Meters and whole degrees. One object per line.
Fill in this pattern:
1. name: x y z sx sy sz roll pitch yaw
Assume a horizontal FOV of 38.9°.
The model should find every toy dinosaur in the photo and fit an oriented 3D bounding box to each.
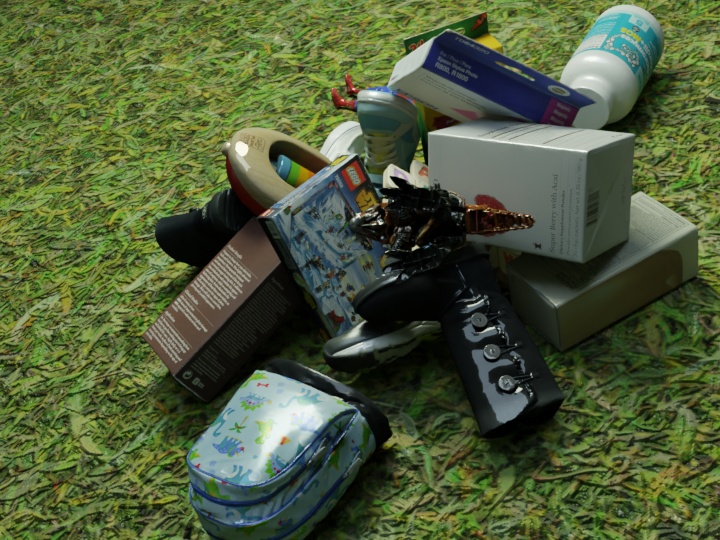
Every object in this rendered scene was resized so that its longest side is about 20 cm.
1. toy dinosaur: 0.077 -0.056 1.071 0.198 0.103 0.135 -23 -3 26

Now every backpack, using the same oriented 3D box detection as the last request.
1. backpack: -0.086 0.189 1.022 0.162 0.154 0.201 21 63 28

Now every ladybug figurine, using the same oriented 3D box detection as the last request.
1. ladybug figurine: -0.086 -0.099 1.247 0.072 0.199 0.137 -46 24 35

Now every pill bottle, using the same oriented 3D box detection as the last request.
1. pill bottle: 0.352 -0.282 1.446 0.110 0.112 0.201 11 46 29

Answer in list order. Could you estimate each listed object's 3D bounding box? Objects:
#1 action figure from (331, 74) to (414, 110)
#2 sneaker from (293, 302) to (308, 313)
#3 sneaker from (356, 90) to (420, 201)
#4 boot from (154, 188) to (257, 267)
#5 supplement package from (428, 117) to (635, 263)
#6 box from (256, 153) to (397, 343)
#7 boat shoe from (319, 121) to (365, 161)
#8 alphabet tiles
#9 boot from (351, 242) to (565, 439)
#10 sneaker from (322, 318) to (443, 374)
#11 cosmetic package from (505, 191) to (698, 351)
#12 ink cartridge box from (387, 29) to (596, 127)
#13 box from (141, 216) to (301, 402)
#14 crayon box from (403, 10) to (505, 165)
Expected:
1. action figure: 0.047 -0.268 1.586 0.198 0.052 0.065 18 45 31
2. sneaker: 0.000 0.000 1.258 0.199 0.071 0.075 -31 42 -18
3. sneaker: 0.032 -0.150 1.343 0.078 0.200 0.132 10 80 17
4. boot: -0.152 -0.045 1.343 0.167 0.198 0.078 -15 65 50
5. supplement package: 0.186 -0.094 1.132 0.198 0.123 0.119 12 22 37
6. box: -0.016 -0.013 1.177 0.137 0.202 0.040 -38 22 -27
7. boat shoe: -0.034 -0.133 1.430 0.065 0.073 0.200 16 49 28
8. alphabet tiles: 0.113 -0.053 1.222 0.198 0.015 0.197 27 36 -18
9. boot: 0.100 0.086 1.071 0.163 0.066 0.202 -21 69 -5
10. sneaker: 0.040 0.051 1.164 0.198 0.075 0.085 -21 71 -20
11. cosmetic package: 0.276 -0.001 1.164 0.198 0.072 0.105 -26 38 -13
12. ink cartridge box: 0.148 -0.207 1.203 0.200 0.194 0.044 -173 105 -77
13. box: -0.154 0.044 1.208 0.200 0.075 0.100 -48 44 -3
14. crayon box: 0.136 -0.236 1.391 0.126 0.202 0.051 -21 39 -6
